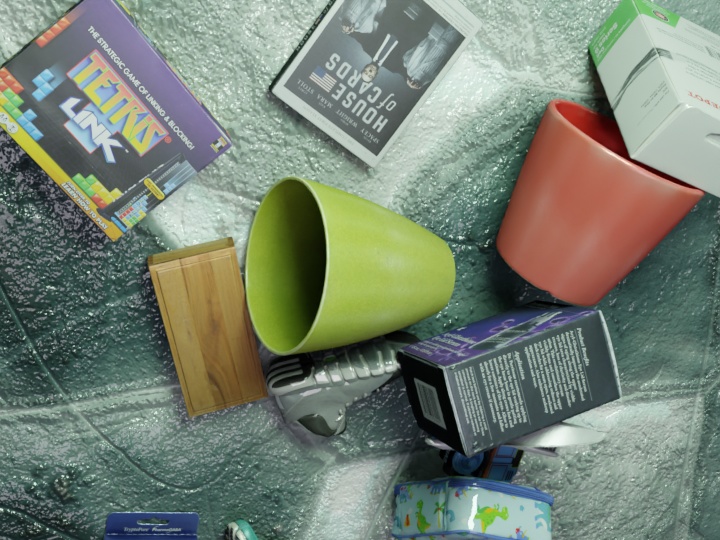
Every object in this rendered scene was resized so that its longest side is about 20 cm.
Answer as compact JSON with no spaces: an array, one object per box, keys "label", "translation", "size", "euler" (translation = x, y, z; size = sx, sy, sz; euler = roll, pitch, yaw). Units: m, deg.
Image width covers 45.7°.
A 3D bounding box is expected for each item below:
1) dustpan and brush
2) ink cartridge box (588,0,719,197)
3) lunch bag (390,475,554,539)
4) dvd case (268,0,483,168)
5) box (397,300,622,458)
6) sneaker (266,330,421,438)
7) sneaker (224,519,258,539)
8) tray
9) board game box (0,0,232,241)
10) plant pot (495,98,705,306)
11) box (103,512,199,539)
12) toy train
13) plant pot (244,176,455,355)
[{"label":"dustpan and brush","translation":[0.172,0.197,1.011],"size":[0.198,0.139,0.058],"euler":[14,79,-14]},{"label":"ink cartridge box","translation":[0.346,-0.190,0.926],"size":[0.145,0.201,0.084],"euler":[18,135,-21]},{"label":"lunch bag","translation":[0.144,0.320,1.109],"size":[0.160,0.200,0.083],"euler":[17,65,-22]},{"label":"dvd case","translation":[0.017,-0.233,0.924],"size":[0.150,0.025,0.201],"euler":[33,100,-24]},{"label":"box","translation":[0.165,0.115,0.967],"size":[0.198,0.148,0.105],"euler":[-18,97,-16]},{"label":"sneaker","translation":[-0.011,0.147,1.061],"size":[0.198,0.075,0.116],"euler":[-11,121,0]},{"label":"sneaker","translation":[-0.118,0.396,1.144],"size":[0.080,0.077,0.201],"euler":[-39,123,-18]},{"label":"tray","translation":[-0.175,0.069,0.995],"size":[0.098,0.037,0.202],"euler":[-13,116,-9]},{"label":"board game box","translation":[-0.256,-0.157,0.865],"size":[0.165,0.057,0.200],"euler":[-38,117,4]},{"label":"plant pot","translation":[0.258,-0.071,0.978],"size":[0.199,0.201,0.178],"euler":[18,117,-21]},{"label":"box","translation":[-0.280,0.406,1.115],"size":[0.120,0.032,0.202],"euler":[5,110,-17]},{"label":"toy train","translation":[0.169,0.184,1.115],"size":[0.113,0.087,0.202],"euler":[7,109,-28]},{"label":"plant pot","translation":[0.000,0.000,0.950],"size":[0.199,0.187,0.189],"euler":[4,113,-33]}]
